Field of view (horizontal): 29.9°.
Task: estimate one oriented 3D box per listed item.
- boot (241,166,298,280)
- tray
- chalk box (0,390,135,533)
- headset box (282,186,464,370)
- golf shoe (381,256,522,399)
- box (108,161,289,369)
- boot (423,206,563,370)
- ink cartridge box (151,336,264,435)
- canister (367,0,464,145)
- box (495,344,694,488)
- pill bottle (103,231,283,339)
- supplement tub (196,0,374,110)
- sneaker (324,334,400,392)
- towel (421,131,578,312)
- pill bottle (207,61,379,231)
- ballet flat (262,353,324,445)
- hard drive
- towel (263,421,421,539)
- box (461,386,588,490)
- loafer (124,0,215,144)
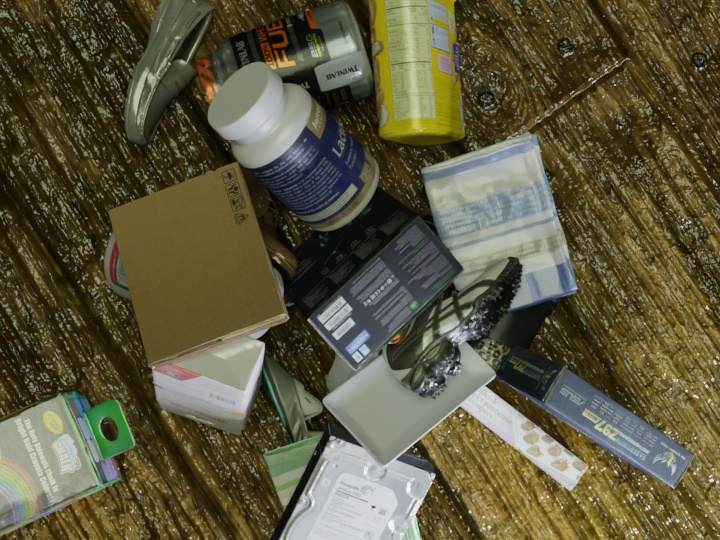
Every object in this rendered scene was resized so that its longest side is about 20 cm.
[{"bbox_3d":[-0.124,-0.064,1.624,0.075,0.074,0.200,-38,51,-10],"label":"boot"},{"bbox_3d":[0.058,0.141,1.583,0.200,0.022,0.107,-35,71,-31],"label":"tray"},{"bbox_3d":[-0.368,0.221,1.614,0.199,0.124,0.125,-24,85,-2],"label":"chalk box"},{"bbox_3d":[0.000,0.000,1.592,0.174,0.200,0.093,-43,114,-3],"label":"headset box"},{"bbox_3d":[0.104,0.049,1.568,0.094,0.078,0.200,37,79,29],"label":"golf shoe"},{"bbox_3d":[-0.184,-0.008,1.512,0.162,0.021,0.201,-20,67,3],"label":"box"},{"bbox_3d":[0.143,0.024,1.651,0.203,0.073,0.154,27,89,4],"label":"boot"},{"bbox_3d":[-0.179,0.126,1.594,0.116,0.200,0.068,20,67,2],"label":"ink cartridge box"},{"bbox_3d":[0.067,-0.259,1.635,0.086,0.148,0.202,-6,87,25],"label":"canister"},{"bbox_3d":[0.269,0.167,1.571,0.199,0.158,0.051,33,87,-16],"label":"box"},{"bbox_3d":[-0.193,0.007,1.592,0.199,0.119,0.120,22,86,30],"label":"pill bottle"},{"bbox_3d":[-0.092,-0.242,1.645,0.199,0.123,0.123,-19,86,-1],"label":"supplement tub"},{"bbox_3d":[0.001,0.159,1.651,0.091,0.076,0.202,2,96,29],"label":"sneaker"},{"bbox_3d":[0.165,-0.050,1.604,0.146,0.024,0.201,-16,90,6],"label":"towel"},{"bbox_3d":[-0.078,-0.144,1.571,0.116,0.116,0.200,-51,127,-3],"label":"pill bottle"},{"bbox_3d":[-0.068,0.191,1.645,0.063,0.067,0.201,-17,92,-8],"label":"ballet flat"},{"bbox_3d":[-0.015,0.290,1.587,0.139,0.038,0.201,22,107,-14],"label":"hard drive"},{"bbox_3d":[-0.014,0.281,1.614,0.152,0.023,0.201,-17,114,1],"label":"towel"},{"bbox_3d":[0.188,0.193,1.653,0.200,0.041,0.039,38,87,2],"label":"box"},{"bbox_3d":[-0.237,-0.249,1.673,0.069,0.070,0.201,17,85,10],"label":"loafer"}]
